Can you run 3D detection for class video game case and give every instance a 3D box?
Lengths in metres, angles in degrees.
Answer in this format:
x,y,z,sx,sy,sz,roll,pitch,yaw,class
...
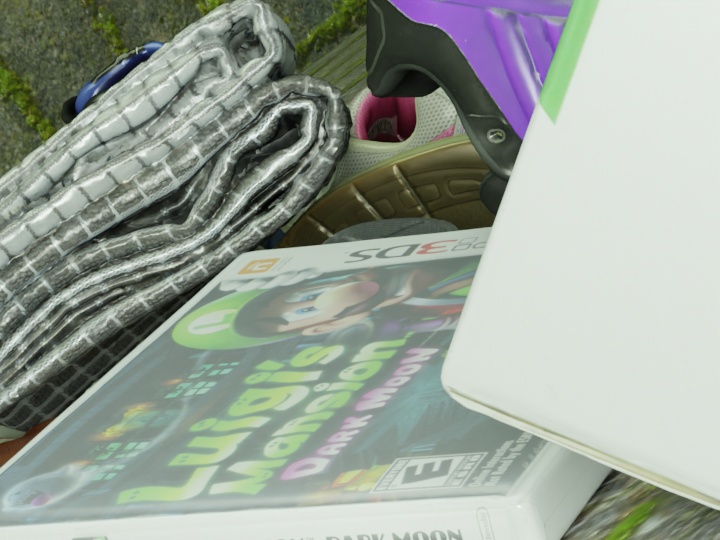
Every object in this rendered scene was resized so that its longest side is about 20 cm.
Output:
x,y,z,sx,sy,sz,roll,pitch,yaw,class
0.002,0.032,0.817,0.181,0.023,0.200,-6,20,28,video game case

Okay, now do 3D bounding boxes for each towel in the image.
x,y,z,sx,sy,sz,roll,pitch,yaw,class
-0.092,-0.014,1.096,0.200,0.086,0.166,-39,3,2,towel

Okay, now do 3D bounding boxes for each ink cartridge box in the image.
x,y,z,sx,sy,sz,roll,pitch,yaw,class
0.099,-0.052,0.668,0.200,0.084,0.146,-49,-21,-66,ink cartridge box

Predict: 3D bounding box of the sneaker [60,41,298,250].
x,y,z,sx,sy,sz,roll,pitch,yaw,class
-0.075,-0.043,1.330,0.080,0.115,0.199,-25,-21,12,sneaker

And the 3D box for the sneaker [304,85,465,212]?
x,y,z,sx,sy,sz,roll,pitch,yaw,class
0.018,-0.036,1.214,0.081,0.088,0.200,-40,8,-40,sneaker

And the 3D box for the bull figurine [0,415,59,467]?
x,y,z,sx,sy,sz,roll,pitch,yaw,class
-0.142,0.104,1.071,0.121,0.065,0.200,-32,-4,29,bull figurine

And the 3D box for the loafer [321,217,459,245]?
x,y,z,sx,sy,sz,roll,pitch,yaw,class
-0.001,0.044,0.934,0.072,0.063,0.200,-1,22,16,loafer

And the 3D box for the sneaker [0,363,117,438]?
x,y,z,sx,sy,sz,roll,pitch,yaw,class
-0.144,0.047,1.248,0.200,0.076,0.105,1,-21,-31,sneaker

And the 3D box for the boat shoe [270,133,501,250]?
x,y,z,sx,sy,sz,roll,pitch,yaw,class
0.001,0.002,1.114,0.201,0.073,0.063,-39,8,32,boat shoe

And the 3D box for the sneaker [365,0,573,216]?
x,y,z,sx,sy,sz,roll,pitch,yaw,class
0.085,-0.048,0.835,0.070,0.200,0.100,1,-68,-60,sneaker
